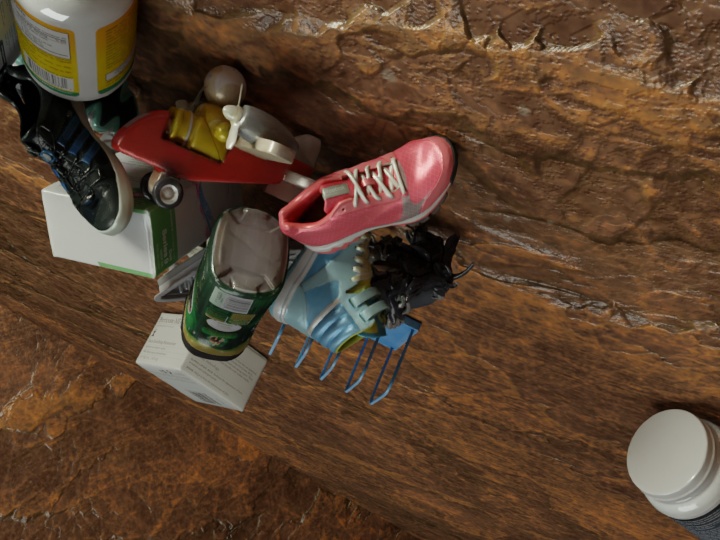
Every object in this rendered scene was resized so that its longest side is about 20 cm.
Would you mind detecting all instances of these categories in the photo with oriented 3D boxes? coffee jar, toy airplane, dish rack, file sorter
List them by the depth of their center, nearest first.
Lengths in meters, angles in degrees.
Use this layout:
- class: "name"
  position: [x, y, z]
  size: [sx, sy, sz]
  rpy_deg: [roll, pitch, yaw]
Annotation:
- class: "toy airplane"
  position: [-0.129, -0.139, 0.853]
  size: [0.197, 0.144, 0.199]
  rpy_deg: [7, -169, 18]
- class: "coffee jar"
  position: [-0.142, 0.023, 0.902]
  size: [0.084, 0.106, 0.200]
  rpy_deg: [13, 150, -16]
- class: "dish rack"
  position: [-0.161, -0.010, 1.060]
  size: [0.170, 0.044, 0.199]
  rpy_deg: [-5, 164, -45]
- class: "file sorter"
  position: [-0.031, 0.110, 1.288]
  size: [0.198, 0.124, 0.139]
  rpy_deg: [26, 159, -4]

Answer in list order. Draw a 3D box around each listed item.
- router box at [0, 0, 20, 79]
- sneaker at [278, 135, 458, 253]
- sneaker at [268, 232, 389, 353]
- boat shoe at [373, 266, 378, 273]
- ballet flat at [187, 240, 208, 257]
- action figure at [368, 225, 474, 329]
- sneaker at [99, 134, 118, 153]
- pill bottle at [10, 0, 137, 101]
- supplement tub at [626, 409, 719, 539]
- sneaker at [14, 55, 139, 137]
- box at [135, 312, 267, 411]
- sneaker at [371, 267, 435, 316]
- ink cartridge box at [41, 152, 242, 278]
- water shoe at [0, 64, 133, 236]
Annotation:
- class: "router box"
  position: [-0.352, -0.247, 0.752]
  size: [0.048, 0.181, 0.200]
  rpy_deg: [27, 157, -8]
- class: "sneaker"
  position: [0.004, -0.072, 0.807]
  size: [0.198, 0.075, 0.086]
  rpy_deg: [-26, 162, 26]
- class: "sneaker"
  position: [0.000, 0.000, 0.904]
  size: [0.130, 0.201, 0.079]
  rpy_deg: [35, -170, 18]
- class: "boat shoe"
  position: [-0.071, -0.012, 1.140]
  size: [0.197, 0.074, 0.065]
  rpy_deg: [5, 147, 21]
- class: "ballet flat"
  position: [-0.244, -0.054, 1.228]
  size: [0.198, 0.072, 0.072]
  rpy_deg: [25, 158, 1]
- class: "action figure"
  position: [0.048, -0.002, 0.975]
  size: [0.198, 0.119, 0.103]
  rpy_deg: [21, 150, 35]
- class: "sneaker"
  position: [-0.284, -0.102, 1.124]
  size: [0.198, 0.089, 0.081]
  rpy_deg: [28, 158, -8]
- class: "pill bottle"
  position: [-0.258, -0.248, 0.740]
  size: [0.112, 0.114, 0.200]
  rpy_deg: [27, 158, -7]
- class: "supplement tub"
  position: [0.480, 0.294, 1.137]
  size: [0.199, 0.142, 0.140]
  rpy_deg: [35, 156, -26]
- class: "sneaker"
  position: [-0.356, -0.222, 0.964]
  size: [0.200, 0.078, 0.139]
  rpy_deg: [45, 154, -20]
- class: "box"
  position: [-0.352, 0.201, 1.814]
  size: [0.197, 0.132, 0.200]
  rpy_deg: [-1, 146, 47]
- class: "sneaker"
  position: [0.011, 0.051, 1.066]
  size: [0.197, 0.088, 0.075]
  rpy_deg: [-2, 134, -8]
- class: "ink cartridge box"
  position: [-0.247, -0.080, 0.964]
  size: [0.143, 0.200, 0.089]
  rpy_deg: [10, 120, 19]
- class: "water shoe"
  position: [-0.303, -0.118, 0.824]
  size: [0.071, 0.079, 0.201]
  rpy_deg: [-40, 75, 30]
